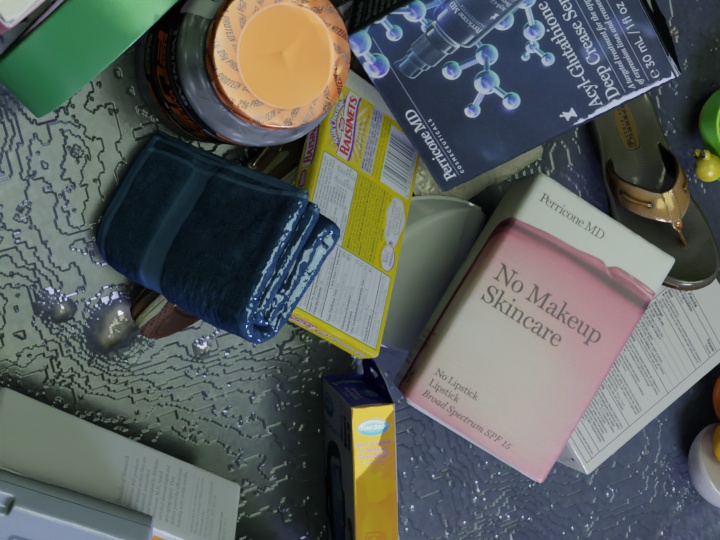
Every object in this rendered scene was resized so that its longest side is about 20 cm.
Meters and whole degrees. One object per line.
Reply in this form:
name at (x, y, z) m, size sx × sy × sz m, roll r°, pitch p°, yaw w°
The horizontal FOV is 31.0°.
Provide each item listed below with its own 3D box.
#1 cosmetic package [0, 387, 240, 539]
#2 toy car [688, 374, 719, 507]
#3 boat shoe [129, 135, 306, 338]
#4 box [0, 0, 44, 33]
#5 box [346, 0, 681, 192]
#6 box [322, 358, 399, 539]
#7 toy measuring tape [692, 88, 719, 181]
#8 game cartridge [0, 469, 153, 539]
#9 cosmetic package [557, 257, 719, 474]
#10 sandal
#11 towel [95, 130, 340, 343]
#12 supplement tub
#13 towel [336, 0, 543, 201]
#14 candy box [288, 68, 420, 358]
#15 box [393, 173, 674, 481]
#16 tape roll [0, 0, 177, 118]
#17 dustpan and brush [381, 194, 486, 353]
cosmetic package at (-0.200, 0.175, 0.965) m, size 0.199 × 0.072 × 0.102 m, roll 26°, pitch 129°, yaw -21°
toy car at (0.409, 0.146, 1.198) m, size 0.199 × 0.175 × 0.151 m, roll 25°, pitch 50°, yaw -22°
boat shoe at (-0.107, -0.034, 1.015) m, size 0.202 × 0.075 × 0.075 m, roll -41°, pitch 73°, yaw -6°
box at (-0.235, -0.234, 0.860) m, size 0.128 × 0.200 × 0.109 m, roll -45°, pitch 109°, yaw -11°
box at (0.111, -0.180, 0.961) m, size 0.199 × 0.107 × 0.149 m, roll -26°, pitch 118°, yaw 21°
box at (-0.001, 0.170, 1.041) m, size 0.041 × 0.119 × 0.202 m, roll -5°, pitch 97°, yaw -12°
toy measuring tape at (0.368, -0.159, 1.179) m, size 0.200 × 0.073 × 0.074 m, roll -44°, pitch 109°, yaw -11°
game cartridge at (-0.229, 0.221, 0.936) m, size 0.132 × 0.042 × 0.200 m, roll 19°, pitch 133°, yaw -21°
cosmetic package at (0.233, 0.074, 1.149) m, size 0.199 × 0.071 × 0.106 m, roll -36°, pitch 105°, yaw -14°
sandal at (0.251, -0.079, 1.114) m, size 0.081 × 0.055 × 0.202 m, roll -14°, pitch 80°, yaw -6°
towel at (-0.113, -0.028, 0.936) m, size 0.048 × 0.199 × 0.112 m, roll 38°, pitch 80°, yaw -48°
supplement tub at (-0.085, -0.151, 0.930) m, size 0.121 × 0.200 × 0.124 m, roll -2°, pitch 96°, yaw -21°
towel at (0.065, -0.152, 1.078) m, size 0.132 × 0.034 × 0.201 m, roll -32°, pitch 107°, yaw -15°
candy box at (-0.008, -0.045, 0.975) m, size 0.102 × 0.026 × 0.202 m, roll 30°, pitch 63°, yaw -35°
box at (0.132, 0.042, 1.018) m, size 0.127 × 0.109 × 0.201 m, roll 31°, pitch 89°, yaw -3°
tape roll at (-0.167, -0.191, 0.892) m, size 0.201 × 0.200 × 0.048 m, roll -47°, pitch 109°, yaw -10°
dustpan and brush at (0.000, 0.000, 1.042) m, size 0.199 × 0.057 × 0.141 m, roll -1°, pitch 115°, yaw -46°
